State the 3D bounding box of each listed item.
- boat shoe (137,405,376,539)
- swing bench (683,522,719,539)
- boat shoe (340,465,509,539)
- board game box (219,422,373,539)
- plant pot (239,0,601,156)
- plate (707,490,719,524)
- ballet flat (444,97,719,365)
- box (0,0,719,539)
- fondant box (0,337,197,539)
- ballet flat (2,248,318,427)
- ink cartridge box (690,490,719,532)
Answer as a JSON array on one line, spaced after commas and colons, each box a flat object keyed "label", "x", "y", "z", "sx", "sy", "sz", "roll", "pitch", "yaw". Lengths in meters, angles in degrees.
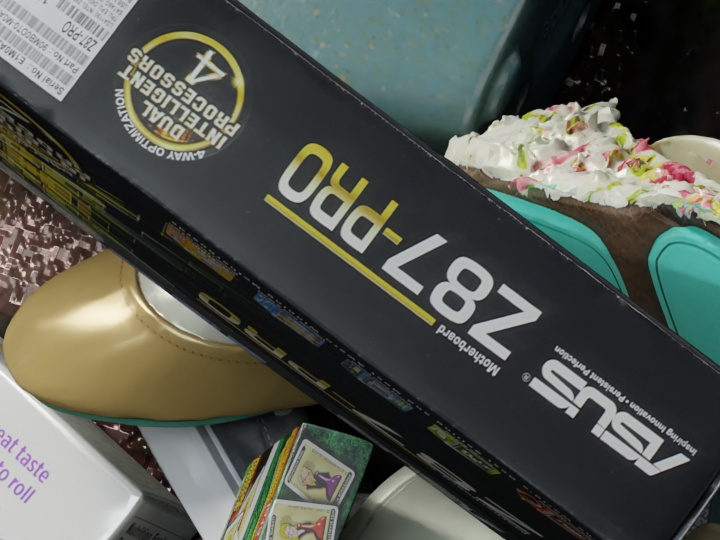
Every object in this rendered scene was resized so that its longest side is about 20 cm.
[{"label": "boat shoe", "x": 0.002, "y": 0.081, "z": 0.808, "sx": 0.066, "sy": 0.070, "sz": 0.200, "roll": -38, "pitch": 61, "yaw": 6}, {"label": "swing bench", "x": 0.080, "y": 0.210, "z": 0.681, "sx": 0.199, "sy": 0.130, "sz": 0.200, "roll": 44, "pitch": 115, "yaw": 4}, {"label": "boat shoe", "x": 0.057, "y": 0.063, "z": 0.749, "sx": 0.073, "sy": 0.062, "sz": 0.200, "roll": 33, "pitch": 84, "yaw": 39}, {"label": "board game box", "x": -0.048, "y": 0.138, "z": 0.710, "sx": 0.023, "sy": 0.105, "sz": 0.200, "roll": 23, "pitch": 76, "yaw": -8}, {"label": "plant pot", "x": -0.026, "y": -0.117, "z": 0.807, "sx": 0.200, "sy": 0.196, "sz": 0.196, "roll": 25, "pitch": 84, "yaw": 10}, {"label": "plate", "x": 0.185, "y": 0.072, "z": 0.725, "sx": 0.200, "sy": 0.026, "sz": 0.200, "roll": -6, "pitch": 71, "yaw": 17}, {"label": "ballet flat", "x": 0.090, "y": -0.001, "z": 0.663, "sx": 0.064, "sy": 0.076, "sz": 0.200, "roll": -30, "pitch": 35, "yaw": -20}, {"label": "box", "x": -0.016, "y": -0.010, "z": 0.633, "sx": 0.200, "sy": 0.161, "sz": 0.049, "roll": 37, "pitch": 84, "yaw": -3}, {"label": "fondant box", "x": -0.168, "y": 0.103, "z": 0.855, "sx": 0.144, "sy": 0.058, "sz": 0.200, "roll": 40, "pitch": 89, "yaw": 22}, {"label": "ballet flat", "x": 0.000, "y": 0.000, "z": 0.791, "sx": 0.200, "sy": 0.063, "sz": 0.069, "roll": -4, "pitch": 49, "yaw": -11}, {"label": "ink cartridge box", "x": 0.205, "y": 0.049, "z": 0.762, "sx": 0.200, "sy": 0.043, "sz": 0.198, "roll": 38, "pitch": 88, "yaw": 24}]
